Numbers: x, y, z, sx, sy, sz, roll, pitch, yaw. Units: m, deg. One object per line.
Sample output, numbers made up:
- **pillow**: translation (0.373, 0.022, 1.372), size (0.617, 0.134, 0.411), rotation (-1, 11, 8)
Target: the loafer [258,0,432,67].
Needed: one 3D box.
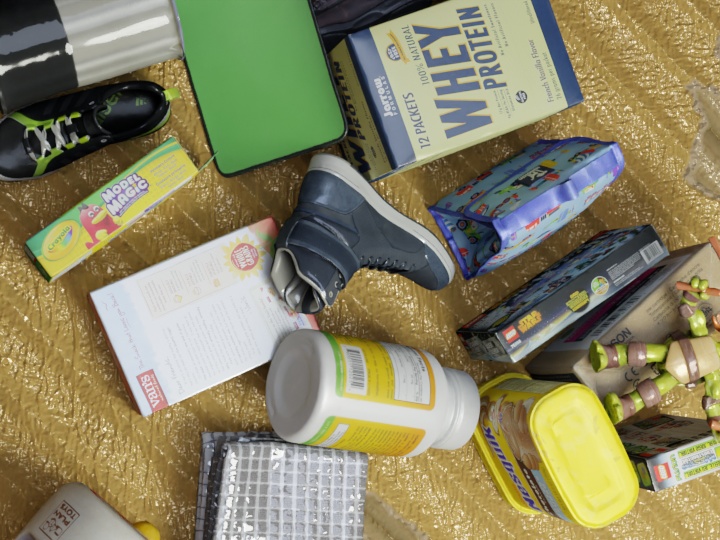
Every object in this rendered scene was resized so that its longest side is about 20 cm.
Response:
- **loafer**: translation (-0.024, -0.262, 1.618), size (0.199, 0.072, 0.063), rotation (-25, 75, -17)

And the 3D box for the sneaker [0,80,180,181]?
- **sneaker**: translation (-0.274, -0.147, 1.540), size (0.199, 0.083, 0.072), rotation (-23, 93, -13)

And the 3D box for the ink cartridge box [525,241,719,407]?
- **ink cartridge box**: translation (0.283, 0.064, 1.621), size (0.200, 0.165, 0.075), rotation (-41, 95, -12)

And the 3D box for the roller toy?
- **roller toy**: translation (-0.240, 0.293, 1.478), size (0.182, 0.200, 0.140), rotation (40, 79, 5)

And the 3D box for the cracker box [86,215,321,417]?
- **cracker box**: translation (-0.156, 0.045, 1.574), size (0.199, 0.058, 0.134), rotation (-23, 93, -14)

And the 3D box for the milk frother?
- **milk frother**: translation (-0.278, -0.266, 1.485), size (0.187, 0.200, 0.181), rotation (-20, 89, -13)

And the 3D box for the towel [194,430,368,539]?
- **towel**: translation (-0.079, 0.260, 1.570), size (0.165, 0.086, 0.201), rotation (5, 87, -14)

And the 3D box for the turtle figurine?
- **turtle figurine**: translation (0.303, 0.077, 1.508), size (0.161, 0.064, 0.201), rotation (-14, 96, -6)

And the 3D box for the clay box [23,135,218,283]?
- **clay box**: translation (-0.233, -0.065, 1.531), size (0.200, 0.115, 0.048), rotation (-38, 96, -12)

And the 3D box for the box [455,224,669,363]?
- **box**: translation (0.204, 0.024, 1.619), size (0.200, 0.137, 0.040), rotation (-34, 95, -13)

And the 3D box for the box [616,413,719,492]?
- **box**: translation (0.303, 0.182, 1.604), size (0.110, 0.200, 0.035), rotation (-17, 92, -12)

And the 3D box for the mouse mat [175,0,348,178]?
- **mouse mat**: translation (-0.104, -0.206, 1.569), size (0.160, 0.008, 0.201), rotation (-15, 91, 28)

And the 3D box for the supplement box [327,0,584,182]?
- **supplement box**: translation (0.081, -0.184, 1.564), size (0.199, 0.200, 0.135), rotation (-20, 92, -12)

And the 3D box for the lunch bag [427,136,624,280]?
- **lunch bag**: translation (0.175, -0.067, 1.582), size (0.150, 0.200, 0.094), rotation (-31, 95, -13)

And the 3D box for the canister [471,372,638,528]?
- **canister**: translation (0.188, 0.178, 1.576), size (0.086, 0.200, 0.149), rotation (-28, 94, -13)

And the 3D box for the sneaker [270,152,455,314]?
- **sneaker**: translation (-0.001, 0.000, 1.570), size (0.202, 0.077, 0.147), rotation (38, 61, -28)

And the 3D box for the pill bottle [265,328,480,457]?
- **pill bottle**: translation (0.016, 0.126, 1.567), size (0.199, 0.111, 0.112), rotation (12, 85, -33)
